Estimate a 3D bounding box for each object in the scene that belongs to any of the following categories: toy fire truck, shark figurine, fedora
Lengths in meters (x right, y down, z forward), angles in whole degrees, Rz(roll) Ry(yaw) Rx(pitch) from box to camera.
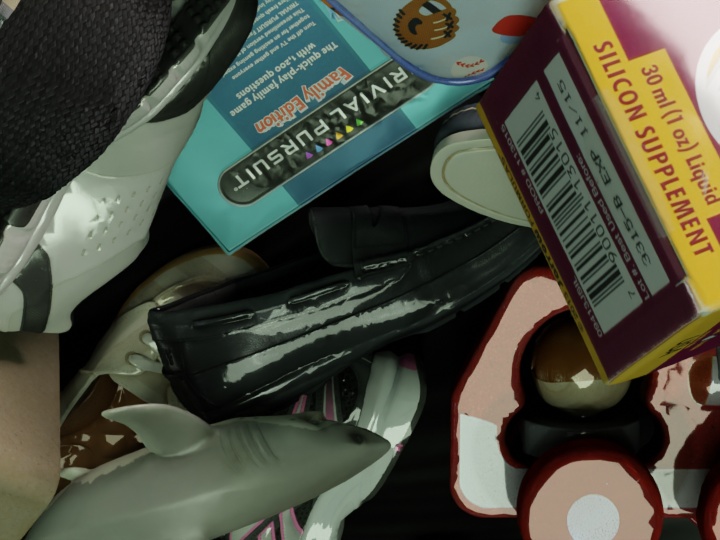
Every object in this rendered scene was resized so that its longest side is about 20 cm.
[{"bbox_3d":[0.142,0.052,0.879,0.200,0.112,0.168,1,97,0],"label":"toy fire truck"},{"bbox_3d":[-0.101,0.126,0.832,0.214,0.090,0.128,-28,152,30],"label":"shark figurine"},{"bbox_3d":[-0.130,-0.097,0.701,0.092,0.201,0.201,30,118,-32],"label":"fedora"}]

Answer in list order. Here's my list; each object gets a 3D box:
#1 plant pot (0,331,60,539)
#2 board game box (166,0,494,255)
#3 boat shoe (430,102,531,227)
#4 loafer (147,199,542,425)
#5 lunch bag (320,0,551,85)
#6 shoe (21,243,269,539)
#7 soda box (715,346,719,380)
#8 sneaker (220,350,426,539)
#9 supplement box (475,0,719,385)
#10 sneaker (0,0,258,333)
[{"bbox_3d":[-0.243,0.065,0.845,0.177,0.200,0.200,27,119,-26],"label":"plant pot"},{"bbox_3d":[-0.059,-0.124,0.800,0.151,0.047,0.200,-32,115,20],"label":"board game box"},{"bbox_3d":[0.128,-0.061,0.813,0.200,0.062,0.075,-2,153,-4],"label":"boat shoe"},{"bbox_3d":[0.000,0.000,0.847,0.200,0.068,0.070,-28,104,-1],"label":"loafer"},{"bbox_3d":[0.026,-0.171,0.684,0.160,0.076,0.200,-32,125,30],"label":"lunch bag"},{"bbox_3d":[-0.110,0.068,0.913,0.070,0.053,0.200,35,116,-18],"label":"shoe"},{"bbox_3d":[0.256,0.008,0.820,0.200,0.070,0.063,0,166,-12],"label":"soda box"},{"bbox_3d":[-0.044,0.109,0.934,0.086,0.080,0.200,26,109,-4],"label":"sneaker"},{"bbox_3d":[0.167,-0.056,0.729,0.200,0.131,0.103,-21,167,-20],"label":"supplement box"},{"bbox_3d":[-0.108,-0.052,0.789,0.200,0.074,0.080,-46,142,18],"label":"sneaker"}]
